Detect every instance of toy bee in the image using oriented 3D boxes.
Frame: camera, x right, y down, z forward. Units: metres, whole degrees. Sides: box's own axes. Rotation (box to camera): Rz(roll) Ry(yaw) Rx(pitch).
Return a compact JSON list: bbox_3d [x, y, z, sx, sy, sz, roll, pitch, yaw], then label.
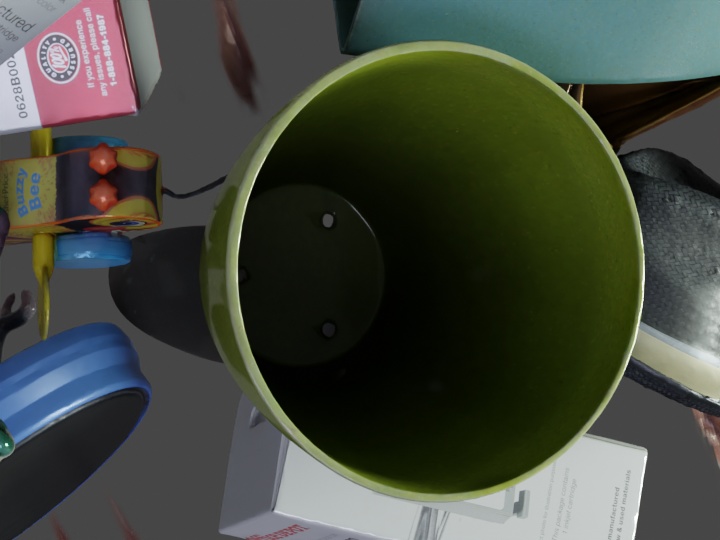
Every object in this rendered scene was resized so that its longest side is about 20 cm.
[{"bbox_3d":[-0.139,-0.045,1.044,0.199,0.109,0.132,-24,80,5],"label":"toy bee"}]

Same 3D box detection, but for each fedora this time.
[{"bbox_3d":[0.154,-0.004,1.051,0.199,0.201,0.092,26,103,-19],"label":"fedora"}]

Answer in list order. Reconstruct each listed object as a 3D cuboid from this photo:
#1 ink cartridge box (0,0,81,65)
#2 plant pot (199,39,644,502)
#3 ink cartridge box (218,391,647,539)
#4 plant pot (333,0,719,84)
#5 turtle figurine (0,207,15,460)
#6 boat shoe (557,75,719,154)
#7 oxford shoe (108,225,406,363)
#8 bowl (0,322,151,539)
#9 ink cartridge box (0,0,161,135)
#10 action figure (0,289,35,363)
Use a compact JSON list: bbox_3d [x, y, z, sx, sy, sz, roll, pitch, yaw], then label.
[{"bbox_3d":[-0.128,-0.186,0.822,0.199,0.086,0.147,-35,148,13],"label":"ink cartridge box"},{"bbox_3d":[0.000,0.000,0.956,0.185,0.200,0.189,0,90,-20],"label":"plant pot"},{"bbox_3d":[0.034,0.121,1.148,0.198,0.084,0.146,15,166,-12],"label":"ink cartridge box"},{"bbox_3d":[0.100,-0.169,0.938,0.198,0.142,0.142,11,127,-13],"label":"plant pot"},{"bbox_3d":[-0.223,0.062,0.972,0.148,0.202,0.101,5,153,2],"label":"turtle figurine"},{"bbox_3d":[0.099,-0.087,1.042,0.199,0.068,0.072,-22,125,15],"label":"boat shoe"},{"bbox_3d":[-0.035,0.010,1.118,0.198,0.071,0.072,4,102,15],"label":"oxford shoe"},{"bbox_3d":[-0.194,0.106,1.112,0.039,0.200,0.201,51,119,12],"label":"bowl"},{"bbox_3d":[-0.205,-0.134,0.968,0.198,0.083,0.148,-9,109,5],"label":"ink cartridge box"},{"bbox_3d":[-0.246,0.079,1.110,0.133,0.150,0.200,-15,156,20],"label":"action figure"}]
